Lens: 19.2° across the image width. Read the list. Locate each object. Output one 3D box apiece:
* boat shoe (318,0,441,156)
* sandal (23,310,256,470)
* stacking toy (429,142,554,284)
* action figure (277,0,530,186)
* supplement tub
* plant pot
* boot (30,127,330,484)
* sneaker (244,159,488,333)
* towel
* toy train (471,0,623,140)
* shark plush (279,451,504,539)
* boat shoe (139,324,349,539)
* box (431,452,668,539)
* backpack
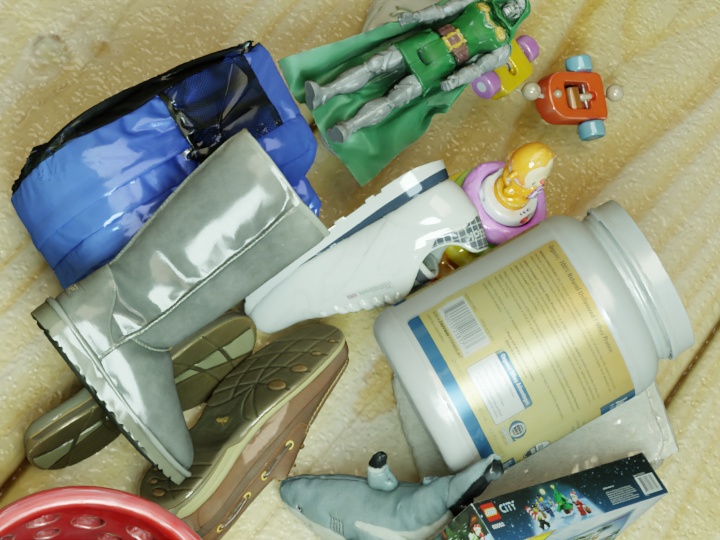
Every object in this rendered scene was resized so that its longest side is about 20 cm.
[{"bbox_3d":[0.033,-0.177,1.714,0.073,0.067,0.201,27,63,-6],"label":"boat shoe"},{"bbox_3d":[-0.164,0.077,1.553,0.199,0.080,0.054,-28,58,-21],"label":"sandal"},{"bbox_3d":[0.100,-0.044,1.607,0.116,0.200,0.110,-27,78,-29],"label":"stacking toy"},{"bbox_3d":[0.051,-0.164,1.646,0.200,0.055,0.118,-31,85,-20],"label":"action figure"},{"bbox_3d":[0.125,0.050,1.538,0.199,0.145,0.145,-29,79,-1],"label":"supplement tub"},{"bbox_3d":[-0.194,0.260,1.400,0.199,0.183,0.201,7,67,-16],"label":"plant pot"},{"bbox_3d":[-0.106,0.027,1.478,0.200,0.073,0.182,-39,118,-12],"label":"boot"},{"bbox_3d":[0.000,0.000,1.578,0.081,0.200,0.076,55,24,0],"label":"sneaker"},{"bbox_3d":[0.131,0.113,1.610,0.199,0.034,0.133,-16,67,3],"label":"towel"},{"bbox_3d":[0.132,-0.198,1.747,0.150,0.056,0.201,-9,83,-37],"label":"toy train"},{"bbox_3d":[0.020,0.167,1.504,0.091,0.200,0.084,-36,99,-32],"label":"shark plush"},{"bbox_3d":[-0.077,0.122,1.564,0.200,0.072,0.068,-47,126,-24],"label":"boat shoe"},{"bbox_3d":[0.111,0.197,1.509,0.200,0.137,0.038,-9,60,-47],"label":"box"},{"bbox_3d":[-0.142,-0.056,1.556,0.199,0.163,0.168,-26,82,-26],"label":"backpack"}]
